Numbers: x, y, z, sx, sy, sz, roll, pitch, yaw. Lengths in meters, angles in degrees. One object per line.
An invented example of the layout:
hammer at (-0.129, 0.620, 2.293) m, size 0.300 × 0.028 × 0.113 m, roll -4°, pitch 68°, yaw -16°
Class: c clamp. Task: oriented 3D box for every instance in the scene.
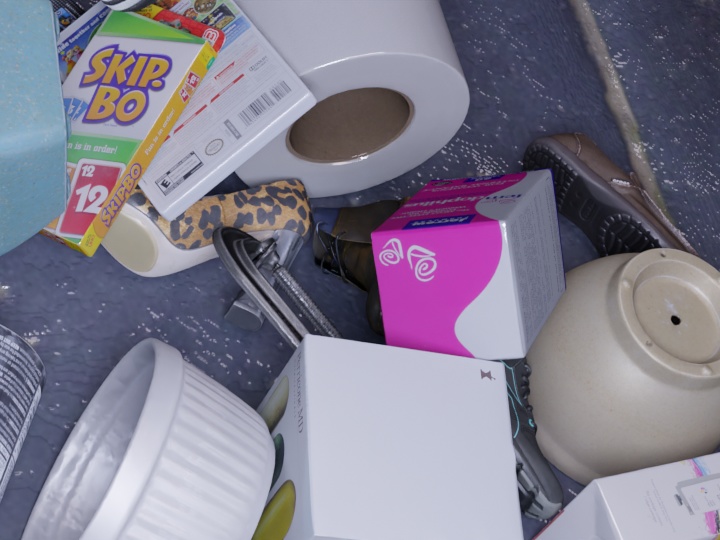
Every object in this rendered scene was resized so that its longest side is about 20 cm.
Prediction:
c clamp at (-0.038, 0.041, 1.390) m, size 0.200 × 0.027 × 0.171 m, roll 49°, pitch 14°, yaw -4°

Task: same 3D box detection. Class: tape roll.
tape roll at (-0.025, -0.170, 1.494) m, size 0.202 × 0.203 × 0.140 m, roll -2°, pitch 61°, yaw -26°

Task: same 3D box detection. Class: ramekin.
ramekin at (-0.141, 0.157, 1.235) m, size 0.105 × 0.200 × 0.201 m, roll 30°, pitch 51°, yaw -16°

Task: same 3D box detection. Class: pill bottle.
pill bottle at (-0.289, 0.134, 1.234) m, size 0.106 × 0.106 × 0.201 m, roll 23°, pitch 52°, yaw -9°

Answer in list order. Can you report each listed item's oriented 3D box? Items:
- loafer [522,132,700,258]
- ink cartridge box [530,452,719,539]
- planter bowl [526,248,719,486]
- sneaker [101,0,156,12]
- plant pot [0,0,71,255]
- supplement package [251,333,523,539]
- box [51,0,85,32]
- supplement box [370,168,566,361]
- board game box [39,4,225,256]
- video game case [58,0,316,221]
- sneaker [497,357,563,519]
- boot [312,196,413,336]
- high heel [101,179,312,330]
loafer at (0.234, -0.053, 1.616) m, size 0.200 × 0.073 × 0.071 m, roll 48°, pitch 52°, yaw 9°
ink cartridge box at (0.247, 0.197, 1.431) m, size 0.199 × 0.117 × 0.068 m, roll -7°, pitch 62°, yaw -29°
planter bowl at (0.231, 0.065, 1.499) m, size 0.199 × 0.135 × 0.201 m, roll 11°, pitch 55°, yaw -17°
sneaker at (-0.136, -0.288, 1.425) m, size 0.200 × 0.075 × 0.116 m, roll -30°, pitch 48°, yaw -11°
plant pot at (-0.306, -0.107, 1.295) m, size 0.199 × 0.197 × 0.197 m, roll -5°, pitch 64°, yaw -11°
supplement package at (0.000, 0.165, 1.285) m, size 0.150 × 0.200 × 0.152 m, roll 9°, pitch 55°, yaw -19°
box at (-0.278, -0.159, 1.471) m, size 0.200 × 0.044 × 0.160 m, roll 43°, pitch 51°, yaw 6°
supplement box at (0.084, -0.005, 1.360) m, size 0.101 × 0.104 × 0.200 m, roll -5°, pitch 13°, yaw 16°
board game box at (-0.188, -0.114, 1.382) m, size 0.095 × 0.030 × 0.200 m, roll 23°, pitch 73°, yaw 28°
video game case at (-0.142, -0.148, 1.406) m, size 0.143 × 0.018 × 0.200 m, roll -39°, pitch 59°, yaw 0°
sneaker at (0.108, 0.100, 1.450) m, size 0.079 × 0.075 × 0.200 m, roll -25°, pitch 71°, yaw -24°
boot at (0.000, 0.000, 1.445) m, size 0.096 × 0.075 × 0.200 m, roll 1°, pitch 24°, yaw 8°
high heel at (-0.133, -0.058, 1.452) m, size 0.200 × 0.071 × 0.143 m, roll 35°, pitch 52°, yaw -14°
